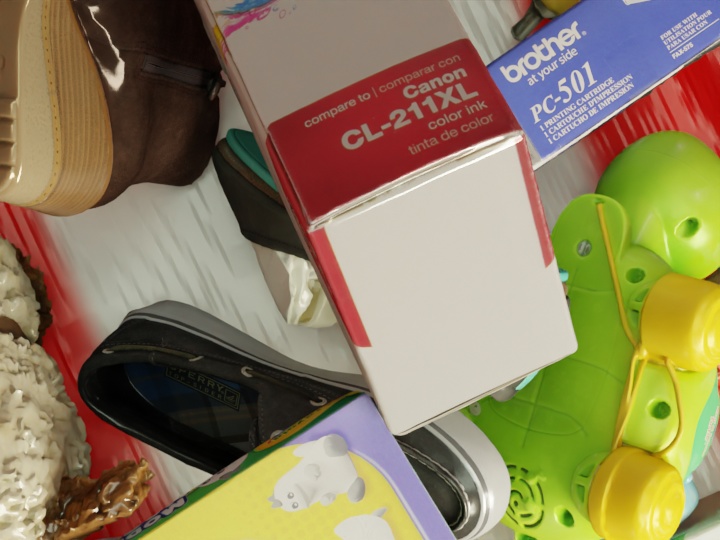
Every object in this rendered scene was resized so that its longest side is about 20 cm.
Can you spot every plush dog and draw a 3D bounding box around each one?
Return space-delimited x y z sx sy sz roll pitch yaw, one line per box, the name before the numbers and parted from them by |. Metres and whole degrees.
plush dog | -0.174 0.047 0.798 0.160 0.200 0.173 -27 69 21

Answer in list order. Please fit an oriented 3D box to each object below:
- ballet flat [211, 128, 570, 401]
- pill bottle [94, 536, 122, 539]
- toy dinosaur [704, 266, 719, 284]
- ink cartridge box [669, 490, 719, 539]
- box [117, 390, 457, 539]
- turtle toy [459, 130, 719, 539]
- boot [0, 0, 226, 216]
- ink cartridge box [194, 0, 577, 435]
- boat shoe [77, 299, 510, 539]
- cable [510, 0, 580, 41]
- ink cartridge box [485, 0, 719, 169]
ballet flat | 0.000 0.000 0.839 0.199 0.068 0.069 27 104 38
pill bottle | -0.075 0.220 0.835 0.110 0.111 0.202 4 87 -3
toy dinosaur | 0.221 -0.010 0.820 0.085 0.200 0.137 26 89 -6
ink cartridge box | 0.171 0.208 0.861 0.145 0.084 0.202 -22 88 -4
box | -0.053 0.148 0.762 0.199 0.048 0.118 -33 89 -4
turtle toy | 0.109 0.032 0.854 0.145 0.101 0.202 16 86 38
boot | -0.106 -0.125 0.816 0.072 0.166 0.202 13 102 21
ink cartridge box | -0.002 -0.064 0.745 0.082 0.146 0.201 -24 54 -1
boat shoe | -0.035 0.071 0.831 0.199 0.066 0.070 26 123 21
cable | 0.125 -0.190 0.862 0.199 0.050 0.098 -30 74 26
ink cartridge box | 0.087 -0.077 0.816 0.094 0.200 0.044 -34 90 -5
